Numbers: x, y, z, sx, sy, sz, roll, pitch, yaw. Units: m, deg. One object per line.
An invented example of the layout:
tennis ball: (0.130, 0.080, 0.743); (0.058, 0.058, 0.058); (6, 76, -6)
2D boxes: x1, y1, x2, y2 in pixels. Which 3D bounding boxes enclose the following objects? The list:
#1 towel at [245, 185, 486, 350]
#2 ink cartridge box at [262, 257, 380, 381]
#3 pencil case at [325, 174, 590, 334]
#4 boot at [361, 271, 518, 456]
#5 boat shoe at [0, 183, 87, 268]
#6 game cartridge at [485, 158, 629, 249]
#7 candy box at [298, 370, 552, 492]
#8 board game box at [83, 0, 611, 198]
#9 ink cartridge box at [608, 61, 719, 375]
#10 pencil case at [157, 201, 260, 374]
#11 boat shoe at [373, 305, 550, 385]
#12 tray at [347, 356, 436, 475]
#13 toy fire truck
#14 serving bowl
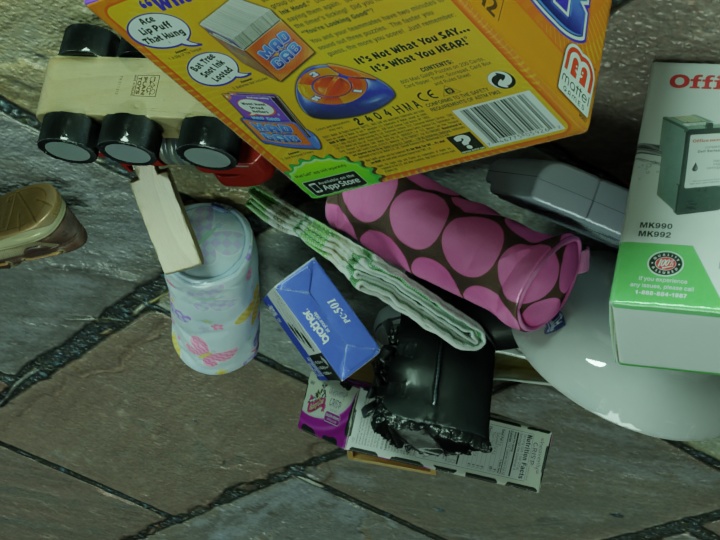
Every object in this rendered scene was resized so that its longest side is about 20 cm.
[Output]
towel: (0.000, 0.000, 1.335); (0.149, 0.031, 0.200); (34, 179, -36)
ink cartridge box: (-0.037, 0.045, 1.410); (0.094, 0.044, 0.200); (54, 173, 0)
pencil case: (0.072, -0.029, 1.245); (0.199, 0.093, 0.091); (31, 139, 29)
boot: (0.105, 0.078, 1.398); (0.196, 0.164, 0.074); (8, 153, 11)
boat shoe: (-0.335, -0.026, 1.513); (0.198, 0.073, 0.072); (-13, 141, 30)
game cartridge: (0.201, -0.034, 1.229); (0.198, 0.042, 0.133); (22, 176, -16)
candy box: (0.058, 0.147, 1.523); (0.198, 0.062, 0.136); (16, 178, -21)
board game box: (0.007, -0.191, 0.915); (0.199, 0.201, 0.200); (-11, 143, 39)
ink cartridge box: (0.250, -0.036, 1.090); (0.144, 0.202, 0.084); (4, 148, 17)
pencil case: (-0.137, 0.019, 1.488); (0.090, 0.084, 0.201); (16, 152, 8)
boat shoe: (0.103, 0.081, 1.487); (0.200, 0.087, 0.075); (5, 151, 15)
tray: (0.032, 0.148, 1.695); (0.098, 0.037, 0.201); (9, 152, 8)
toy fire truck: (-0.137, -0.087, 1.275); (0.174, 0.130, 0.200); (3, 162, 18)
serving bowl: (0.220, 0.044, 1.291); (0.198, 0.201, 0.066); (18, 119, -7)
